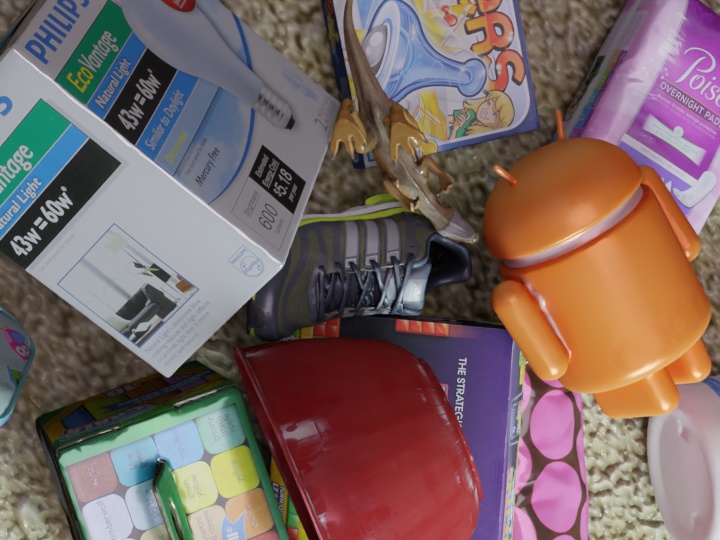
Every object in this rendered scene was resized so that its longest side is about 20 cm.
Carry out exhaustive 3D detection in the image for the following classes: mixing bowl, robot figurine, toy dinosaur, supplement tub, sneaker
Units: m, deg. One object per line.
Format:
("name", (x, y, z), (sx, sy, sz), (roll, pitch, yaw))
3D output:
("mixing bowl", (0.008, 0.120, 1.098), (0.107, 0.200, 0.202), (-22, 99, -6))
("robot figurine", (0.155, -0.002, 1.173), (0.143, 0.117, 0.201), (-29, 103, 4))
("toy dinosaur", (0.012, -0.099, 1.166), (0.060, 0.106, 0.202), (-24, 93, 10))
("supplement tub", (0.320, 0.131, 1.290), (0.198, 0.132, 0.134), (-9, 96, -14))
("sneaker", (0.000, 0.000, 1.165), (0.199, 0.080, 0.075), (-27, 128, -48))

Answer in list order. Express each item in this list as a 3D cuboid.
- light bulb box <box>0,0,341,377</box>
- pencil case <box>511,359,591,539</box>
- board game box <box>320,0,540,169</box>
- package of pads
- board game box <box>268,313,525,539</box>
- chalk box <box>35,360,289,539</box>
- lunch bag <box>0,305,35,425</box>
("light bulb box", (-0.138, -0.081, 1.098), (0.199, 0.199, 0.125), (38, 123, -15))
("pencil case", (0.126, 0.139, 1.258), (0.092, 0.091, 0.203), (-3, 92, -7))
("board game box", (0.042, -0.183, 1.241), (0.134, 0.034, 0.202), (-14, 97, -15))
("package of pads", (0.206, -0.091, 1.273), (0.120, 0.076, 0.201), (31, 85, -18))
("board game box", (0.023, 0.130, 1.207), (0.163, 0.057, 0.203), (4, 92, 15))
("chalk box", (-0.122, 0.142, 1.127), (0.123, 0.200, 0.126), (-19, 99, -14))
("lunch bag", (-0.294, 0.031, 1.097), (0.077, 0.161, 0.200), (-43, 105, 10))
